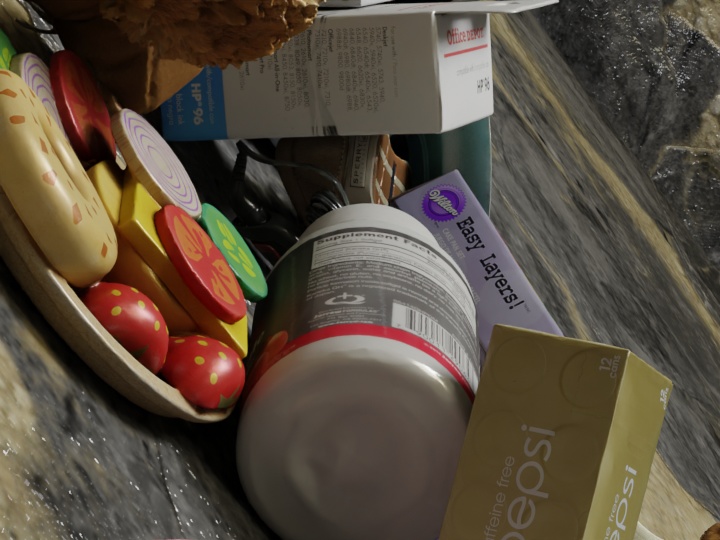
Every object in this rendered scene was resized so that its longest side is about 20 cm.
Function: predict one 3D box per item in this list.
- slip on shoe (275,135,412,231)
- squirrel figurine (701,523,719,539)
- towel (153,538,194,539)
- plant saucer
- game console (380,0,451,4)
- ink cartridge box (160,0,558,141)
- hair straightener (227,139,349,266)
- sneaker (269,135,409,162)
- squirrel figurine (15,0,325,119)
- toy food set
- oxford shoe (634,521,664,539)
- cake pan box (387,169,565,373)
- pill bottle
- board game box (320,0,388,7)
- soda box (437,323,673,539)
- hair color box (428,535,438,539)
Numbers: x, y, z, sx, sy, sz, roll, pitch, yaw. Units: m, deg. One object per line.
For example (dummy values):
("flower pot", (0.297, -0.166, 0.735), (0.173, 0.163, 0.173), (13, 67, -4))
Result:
("slip on shoe", (-0.007, -0.038, 1.548), (0.200, 0.060, 0.076), (58, 37, -75))
("squirrel figurine", (0.248, 0.246, 1.520), (0.187, 0.141, 0.200), (67, 8, -55))
("towel", (-0.011, 0.194, 1.008), (0.200, 0.023, 0.144), (59, 13, 17))
("plant saucer", (0.045, -0.059, 1.635), (0.200, 0.027, 0.200), (180, -90, -78))
("game console", (0.032, -0.170, 1.713), (0.116, 0.200, 0.176), (47, 15, -32))
("ink cartridge box", (0.002, -0.110, 1.410), (0.116, 0.200, 0.068), (-28, 116, -70))
("hair straightener", (0.000, 0.000, 1.429), (0.200, 0.077, 0.041), (52, 21, -18))
("sneaker", (-0.042, -0.116, 1.600), (0.200, 0.074, 0.088), (43, 10, -45))
("squirrel figurine", (-0.111, -0.144, 1.214), (0.200, 0.142, 0.187), (25, -33, 42))
("toy food set", (-0.110, -0.022, 1.133), (0.200, 0.049, 0.198), (51, 13, -20))
("oxford shoe", (0.090, 0.119, 1.306), (0.200, 0.074, 0.071), (36, -6, 7))
("cake pan box", (0.090, 0.067, 1.489), (0.200, 0.052, 0.184), (70, -7, -54))
("pill bottle", (0.002, 0.043, 1.219), (0.111, 0.111, 0.200), (51, 16, -18))
("board game box", (-0.032, -0.174, 1.489), (0.200, 0.126, 0.035), (-29, 120, -71))
("soda box", (0.073, 0.129, 1.112), (0.064, 0.068, 0.200), (31, 72, -61))
("hair color box", (0.084, 0.203, 1.219), (0.200, 0.065, 0.109), (54, 22, -1))
